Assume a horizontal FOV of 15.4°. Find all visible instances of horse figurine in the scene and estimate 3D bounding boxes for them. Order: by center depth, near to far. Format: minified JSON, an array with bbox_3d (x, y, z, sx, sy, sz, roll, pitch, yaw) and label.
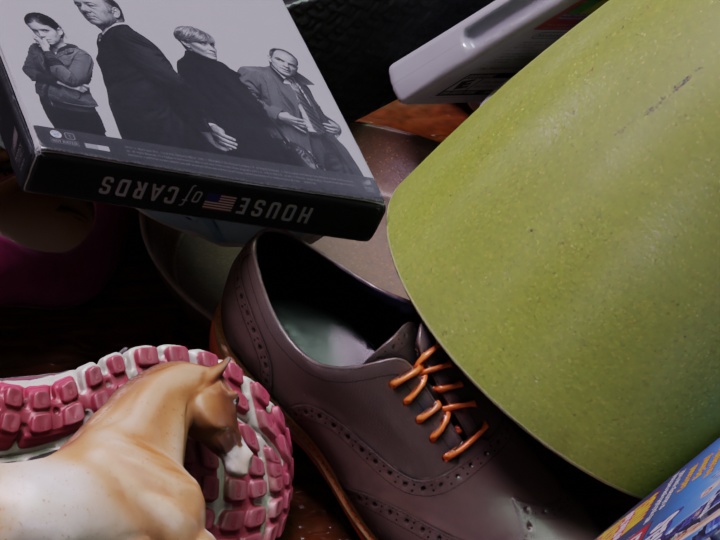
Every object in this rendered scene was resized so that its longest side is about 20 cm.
[{"bbox_3d":[-0.108,0.105,0.905,0.199,0.050,0.133,-14,74,-26],"label":"horse figurine"}]

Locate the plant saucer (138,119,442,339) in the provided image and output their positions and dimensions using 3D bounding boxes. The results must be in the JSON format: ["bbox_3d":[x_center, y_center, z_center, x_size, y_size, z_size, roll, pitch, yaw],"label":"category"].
[{"bbox_3d":[0.000,0.000,1.159,0.199,0.035,0.201,10,33,-7],"label":"plant saucer"}]

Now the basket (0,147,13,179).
[{"bbox_3d":[-0.114,-0.142,1.226,0.142,0.150,0.200,34,37,28],"label":"basket"}]

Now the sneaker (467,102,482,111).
[{"bbox_3d":[0.110,-0.140,1.366,0.082,0.075,0.200,36,40,29],"label":"sneaker"}]

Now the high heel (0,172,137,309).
[{"bbox_3d":[-0.145,-0.028,1.091,0.067,0.096,0.200,26,35,20],"label":"high heel"}]

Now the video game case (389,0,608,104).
[{"bbox_3d":[0.138,-0.125,1.220,0.199,0.182,0.023,-6,72,-50],"label":"video game case"}]

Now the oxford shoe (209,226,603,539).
[{"bbox_3d":[0.021,0.062,1.013,0.200,0.073,0.071,38,59,15],"label":"oxford shoe"}]

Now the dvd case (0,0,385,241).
[{"bbox_3d":[-0.087,-0.090,1.064,0.150,0.025,0.200,8,35,-29],"label":"dvd case"}]

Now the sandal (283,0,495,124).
[{"bbox_3d":[0.012,-0.115,1.232,0.199,0.075,0.045,-17,46,-36],"label":"sandal"}]

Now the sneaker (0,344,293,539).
[{"bbox_3d":[-0.116,0.068,0.986,0.199,0.075,0.081,7,75,-28],"label":"sneaker"}]

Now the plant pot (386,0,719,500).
[{"bbox_3d":[0.141,-0.044,1.014,0.187,0.200,0.187,29,29,-18],"label":"plant pot"}]

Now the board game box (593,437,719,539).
[{"bbox_3d":[0.140,0.090,0.904,0.062,0.200,0.200,50,20,2],"label":"board game box"}]

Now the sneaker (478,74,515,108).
[{"bbox_3d":[0.133,-0.064,1.253,0.199,0.116,0.074,-17,75,-20],"label":"sneaker"}]

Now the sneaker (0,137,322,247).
[{"bbox_3d":[-0.105,-0.058,1.093,0.199,0.074,0.082,26,24,9],"label":"sneaker"}]
